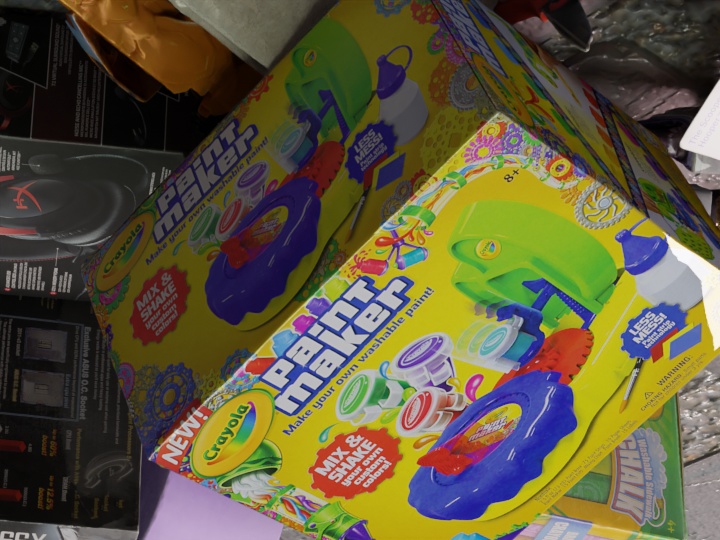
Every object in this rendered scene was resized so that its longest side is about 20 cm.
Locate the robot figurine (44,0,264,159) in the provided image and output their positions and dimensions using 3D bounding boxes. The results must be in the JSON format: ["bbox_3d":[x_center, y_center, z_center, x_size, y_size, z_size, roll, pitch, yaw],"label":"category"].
[{"bbox_3d":[-0.048,-0.113,0.991,0.145,0.058,0.200,-51,132,1],"label":"robot figurine"}]

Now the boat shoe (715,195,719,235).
[{"bbox_3d":[0.229,-0.081,1.006,0.199,0.065,0.071,-36,-170,-13],"label":"boat shoe"}]

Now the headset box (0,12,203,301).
[{"bbox_3d":[-0.161,-0.053,1.115,0.198,0.076,0.149,4,149,-8],"label":"headset box"}]

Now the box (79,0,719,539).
[{"bbox_3d":[0.025,0.007,0.956,0.200,0.122,0.192,-45,132,18],"label":"box"}]

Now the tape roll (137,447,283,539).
[{"bbox_3d":[-0.130,0.122,1.289,0.085,0.202,0.199,25,141,-35],"label":"tape roll"}]

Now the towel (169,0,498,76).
[{"bbox_3d":[-0.016,-0.146,0.935,0.200,0.133,0.034,36,179,-43],"label":"towel"}]

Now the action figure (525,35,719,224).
[{"bbox_3d":[0.099,-0.045,1.097,0.198,0.069,0.131,0,112,-25],"label":"action figure"}]

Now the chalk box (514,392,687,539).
[{"bbox_3d":[0.118,0.121,1.365,0.198,0.125,0.124,12,147,-22],"label":"chalk box"}]

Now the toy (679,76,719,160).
[{"bbox_3d":[0.265,-0.071,1.079,0.199,0.047,0.116,14,117,-28],"label":"toy"}]

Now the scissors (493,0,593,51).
[{"bbox_3d":[0.079,-0.107,0.946,0.073,0.200,0.014,-26,107,21],"label":"scissors"}]

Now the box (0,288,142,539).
[{"bbox_3d":[-0.190,0.049,1.166,0.156,0.201,0.050,6,146,-12],"label":"box"}]
